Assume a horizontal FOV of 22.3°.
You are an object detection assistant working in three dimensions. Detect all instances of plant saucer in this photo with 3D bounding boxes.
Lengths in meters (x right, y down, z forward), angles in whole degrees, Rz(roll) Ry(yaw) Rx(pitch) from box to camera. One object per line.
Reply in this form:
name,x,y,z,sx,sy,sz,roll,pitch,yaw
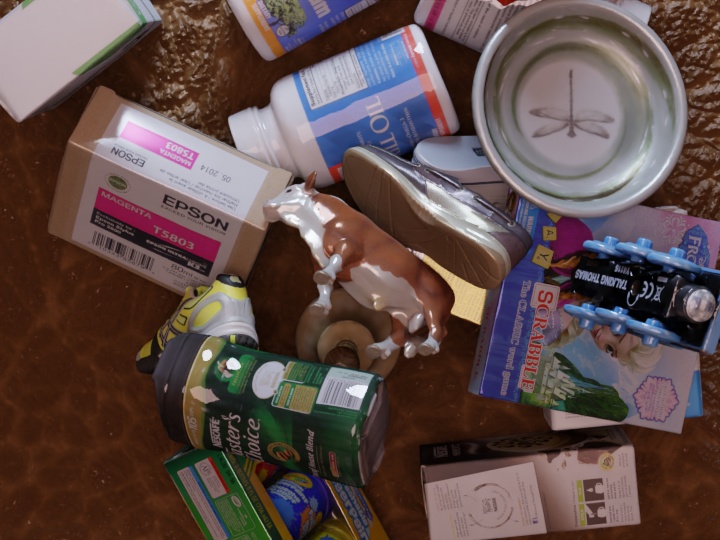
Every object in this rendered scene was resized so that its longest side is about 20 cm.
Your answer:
plant saucer,0.190,-0.142,1.622,0.200,0.050,0.200,2,82,-13

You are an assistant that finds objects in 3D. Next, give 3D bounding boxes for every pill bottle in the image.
pill bottle,-0.029,-0.290,1.699,0.200,0.112,0.112,-29,94,5
pill bottle,-0.017,-0.144,1.712,0.200,0.112,0.112,-23,95,4
pill bottle,0.161,-0.243,1.698,0.200,0.113,0.113,24,96,-1

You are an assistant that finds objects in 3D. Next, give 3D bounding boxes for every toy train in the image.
toy train,0.257,0.025,1.546,0.114,0.200,0.087,18,89,-24

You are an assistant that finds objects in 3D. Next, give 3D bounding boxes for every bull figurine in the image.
bull figurine,0.000,0.000,1.605,0.200,0.121,0.065,32,132,-15

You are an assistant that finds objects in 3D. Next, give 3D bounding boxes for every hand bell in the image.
hand bell,-0.015,0.077,1.689,0.104,0.200,0.104,0,95,1

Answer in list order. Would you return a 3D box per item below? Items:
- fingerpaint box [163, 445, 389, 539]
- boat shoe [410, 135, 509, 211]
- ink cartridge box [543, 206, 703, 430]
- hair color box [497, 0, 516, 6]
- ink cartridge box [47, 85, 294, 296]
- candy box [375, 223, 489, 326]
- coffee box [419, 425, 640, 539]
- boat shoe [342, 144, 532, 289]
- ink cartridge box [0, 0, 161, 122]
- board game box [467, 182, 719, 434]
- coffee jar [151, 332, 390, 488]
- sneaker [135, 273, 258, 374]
fingerpaint box,-0.071,0.224,1.717,0.073,0.167,0.200,-26,94,31
boat shoe,0.133,-0.077,1.725,0.202,0.075,0.086,-5,132,-29
ink cartridge box,0.241,0.042,1.737,0.146,0.084,0.200,-5,94,0
hair color box,0.166,-0.317,1.644,0.102,0.200,0.061,43,137,18
ink cartridge box,-0.180,-0.061,1.697,0.200,0.165,0.075,25,56,-1
candy box,0.062,0.001,1.723,0.200,0.117,0.057,23,94,0
coffee box,0.159,0.203,1.742,0.200,0.113,0.080,-6,95,1
boat shoe,0.068,-0.055,1.630,0.200,0.065,0.072,35,140,32
ink cartridge box,-0.267,-0.215,1.668,0.146,0.200,0.084,-37,97,5
board game box,0.214,0.033,1.656,0.199,0.041,0.200,11,91,-12
coffee jar,-0.079,0.119,1.579,0.200,0.104,0.085,12,56,15
sneaker,-0.149,0.058,1.712,0.075,0.200,0.077,11,71,-30
